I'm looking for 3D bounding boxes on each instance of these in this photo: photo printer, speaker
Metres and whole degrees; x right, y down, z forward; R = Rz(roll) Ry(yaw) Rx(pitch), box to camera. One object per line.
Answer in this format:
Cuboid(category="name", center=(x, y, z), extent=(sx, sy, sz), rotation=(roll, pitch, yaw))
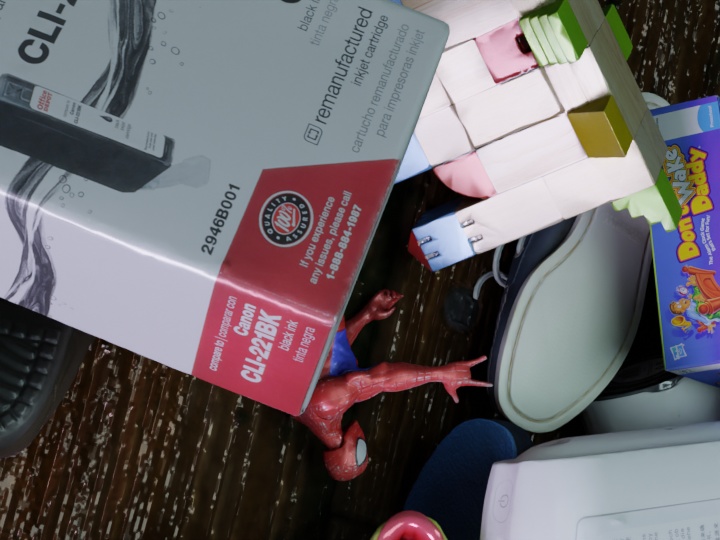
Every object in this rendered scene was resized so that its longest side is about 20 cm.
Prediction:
Cuboid(category="photo printer", center=(0.141, 0.160, 0.916), extent=(0.199, 0.069, 0.168), rotation=(-3, 86, -37))
Cuboid(category="speaker", center=(0.183, 0.147, 1.040), extent=(0.081, 0.081, 0.201), rotation=(-25, 101, -31))

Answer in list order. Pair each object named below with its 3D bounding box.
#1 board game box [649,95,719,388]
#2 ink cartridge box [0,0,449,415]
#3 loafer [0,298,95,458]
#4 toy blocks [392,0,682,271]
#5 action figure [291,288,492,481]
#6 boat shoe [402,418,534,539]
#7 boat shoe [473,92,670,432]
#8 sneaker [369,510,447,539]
Cuboid(category="board game box", center=(0.214, -0.003, 1.027), extent=(0.200, 0.045, 0.135), rotation=(18, 65, -57))
Cuboid(category="ink cartridge box", center=(-0.085, -0.055, 0.725), extent=(0.199, 0.084, 0.145), rotation=(21, 60, 1))
Cuboid(category="loafer", center=(-0.142, -0.002, 0.856), extent=(0.073, 0.071, 0.201), rotation=(24, 61, 4))
Cuboid(category="toy blocks", center=(0.057, -0.093, 0.944), extent=(0.201, 0.136, 0.100), rotation=(62, 25, -14))
Cuboid(category="action figure", center=(0.000, 0.000, 0.936), extent=(0.098, 0.065, 0.201), rotation=(-7, 92, -21))
Cuboid(category="boat shoe", center=(0.053, 0.172, 0.968), extent=(0.068, 0.084, 0.201), rotation=(9, 100, -43))
Cuboid(category="boat shoe", center=(0.110, -0.005, 1.012), extent=(0.075, 0.062, 0.201), rotation=(30, 70, -26))
Cuboid(category="sneaker", center=(0.022, 0.197, 0.842), extent=(0.078, 0.091, 0.201), rotation=(-5, 54, -4))
